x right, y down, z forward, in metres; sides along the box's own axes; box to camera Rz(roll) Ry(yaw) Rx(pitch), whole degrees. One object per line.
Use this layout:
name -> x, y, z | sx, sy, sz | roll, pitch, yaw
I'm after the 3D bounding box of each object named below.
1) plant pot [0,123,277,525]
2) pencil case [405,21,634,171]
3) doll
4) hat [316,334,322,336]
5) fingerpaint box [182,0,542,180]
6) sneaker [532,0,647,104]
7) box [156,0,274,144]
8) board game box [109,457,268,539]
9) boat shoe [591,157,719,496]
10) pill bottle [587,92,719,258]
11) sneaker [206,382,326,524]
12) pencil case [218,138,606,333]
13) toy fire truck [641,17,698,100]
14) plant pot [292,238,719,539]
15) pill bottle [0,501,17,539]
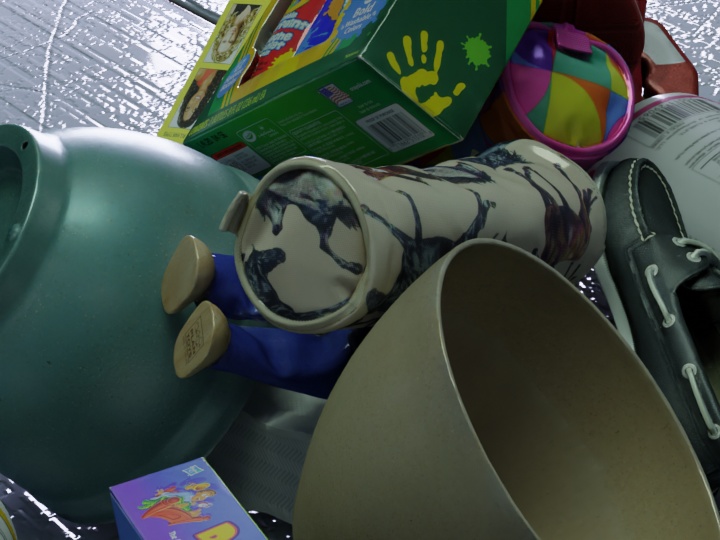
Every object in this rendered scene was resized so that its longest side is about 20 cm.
plant pot -> -0.150, 0.008, 1.412 | 0.200, 0.134, 0.201 | -31, 41, 32
pencil case -> 0.067, -0.064, 1.502 | 0.088, 0.088, 0.200 | -26, -5, -31
doll -> 0.007, 0.037, 1.352 | 0.200, 0.048, 0.137 | 8, 47, -27
hat -> 0.000, 0.000, 1.487 | 0.200, 0.081, 0.201 | 3, 0, 0
fingerpaint box -> 0.013, -0.130, 1.469 | 0.200, 0.073, 0.167 | -19, 37, 59
sneaker -> 0.119, -0.149, 1.547 | 0.078, 0.200, 0.116 | 0, 62, 5
box -> -0.076, -0.059, 1.578 | 0.050, 0.075, 0.200 | 10, 68, 54
board game box -> -0.040, 0.181, 1.144 | 0.045, 0.135, 0.200 | -18, 28, -16
boat shoe -> 0.158, 0.023, 1.390 | 0.060, 0.076, 0.200 | -28, 54, 31
pill bottle -> 0.210, -0.013, 1.476 | 0.113, 0.114, 0.200 | -21, 29, -22
sneaker -> -0.017, 0.078, 1.430 | 0.115, 0.074, 0.200 | -15, 25, -35
pencil case -> 0.026, -0.018, 1.317 | 0.089, 0.078, 0.200 | 23, 18, 34
toy fire truck -> 0.112, -0.077, 1.667 | 0.200, 0.112, 0.168 | -18, 52, -16
plant pot -> 0.050, 0.106, 1.242 | 0.134, 0.200, 0.200 | -35, 16, 26
pill bottle -> -0.212, 0.152, 1.280 | 0.112, 0.113, 0.200 | -8, 26, 1
